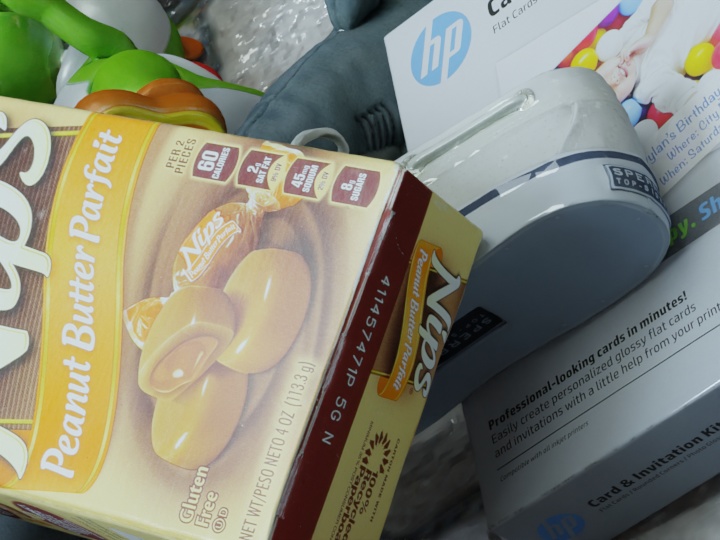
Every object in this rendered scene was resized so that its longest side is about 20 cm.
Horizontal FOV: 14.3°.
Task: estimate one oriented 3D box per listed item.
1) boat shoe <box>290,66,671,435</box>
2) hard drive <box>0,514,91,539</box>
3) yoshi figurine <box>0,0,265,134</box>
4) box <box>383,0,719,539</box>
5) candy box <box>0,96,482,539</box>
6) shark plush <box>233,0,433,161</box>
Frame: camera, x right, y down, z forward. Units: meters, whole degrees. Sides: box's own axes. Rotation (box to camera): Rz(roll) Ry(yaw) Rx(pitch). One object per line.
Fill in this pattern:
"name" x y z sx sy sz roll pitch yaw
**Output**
"boat shoe" -0.002 -0.002 0.869 0.202 0.075 0.086 -34 49 27
"hard drive" -0.114 0.141 0.876 0.200 0.033 0.140 41 87 24
"yoshi figurine" -0.113 -0.061 1.082 0.112 0.112 0.200 -50 30 10
"box" 0.090 -0.033 0.876 0.156 0.041 0.200 -35 46 29
"candy box" -0.075 0.017 0.827 0.200 0.055 0.116 11 75 34
"shark plush" 0.016 -0.087 0.999 0.091 0.083 0.200 14 67 49
